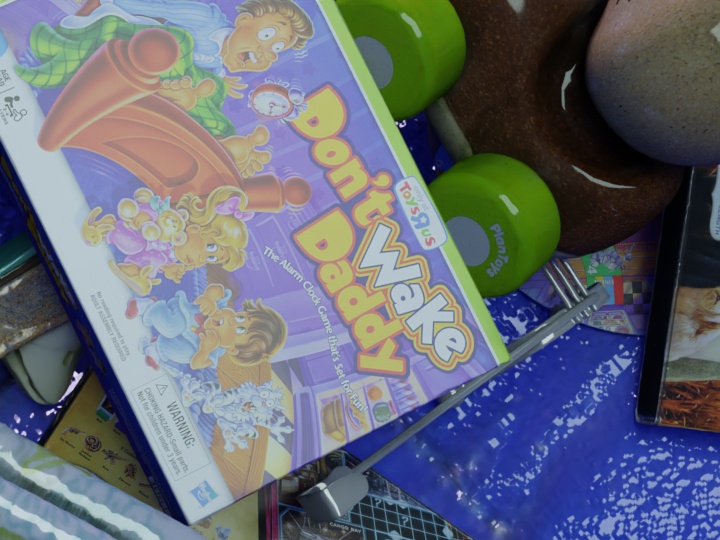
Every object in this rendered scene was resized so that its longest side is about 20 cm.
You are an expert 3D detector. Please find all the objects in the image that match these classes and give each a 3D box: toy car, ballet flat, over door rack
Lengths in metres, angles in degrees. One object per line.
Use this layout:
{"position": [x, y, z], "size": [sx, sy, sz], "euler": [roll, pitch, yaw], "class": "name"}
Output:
{"position": [0.117, -0.099, 0.736], "size": [0.164, 0.200, 0.158], "euler": [-38, 103, -47], "class": "toy car"}
{"position": [-0.159, 0.035, 0.762], "size": [0.200, 0.068, 0.067], "euler": [-32, 103, -18], "class": "ballet flat"}
{"position": [0.000, 0.000, 0.793], "size": [0.200, 0.067, 0.148], "euler": [-33, 90, -41], "class": "over door rack"}

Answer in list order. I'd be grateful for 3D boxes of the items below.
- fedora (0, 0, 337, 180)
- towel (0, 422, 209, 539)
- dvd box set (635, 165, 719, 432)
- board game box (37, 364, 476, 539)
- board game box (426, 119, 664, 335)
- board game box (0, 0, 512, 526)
{"position": [-0.102, -0.097, 0.788], "size": [0.200, 0.092, 0.201], "euler": [1, 60, -1], "class": "fedora"}
{"position": [-0.124, 0.136, 0.678], "size": [0.200, 0.171, 0.048], "euler": [30, 35, -7], "class": "towel"}
{"position": [0.234, 0.012, 0.874], "size": [0.200, 0.029, 0.146], "euler": [9, 90, -13], "class": "dvd box set"}
{"position": [-0.048, 0.126, 0.766], "size": [0.200, 0.035, 0.136], "euler": [36, 66, -8], "class": "board game box"}
{"position": [0.130, -0.073, 0.889], "size": [0.158, 0.039, 0.200], "euler": [43, 65, 0], "class": "board game box"}
{"position": [-0.051, -0.026, 0.689], "size": [0.134, 0.045, 0.200], "euler": [-26, 89, -17], "class": "board game box"}
